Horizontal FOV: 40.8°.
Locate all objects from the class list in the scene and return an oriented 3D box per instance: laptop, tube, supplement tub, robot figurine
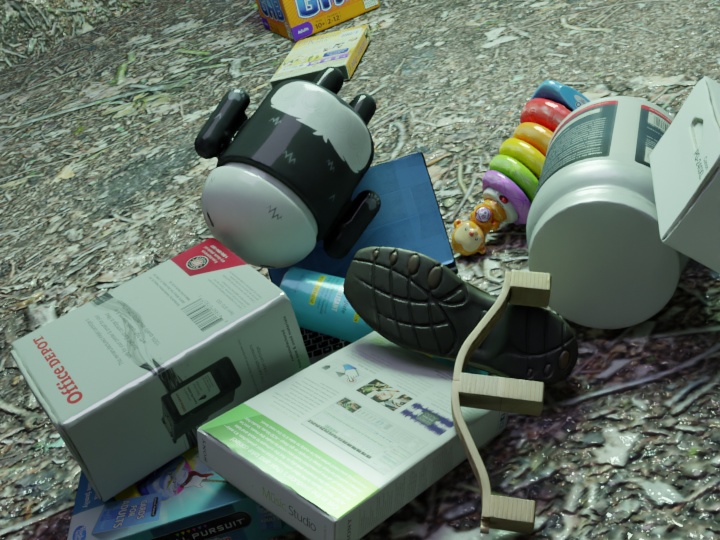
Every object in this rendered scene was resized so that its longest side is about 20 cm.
[{"bbox_3d":[0.000,0.000,0.921,0.185,0.117,0.201,-17,28,2],"label":"laptop"},{"bbox_3d":[0.024,0.045,0.859,0.197,0.051,0.078,14,61,15],"label":"tube"},{"bbox_3d":[0.224,-0.056,0.862,0.139,0.142,0.201,-5,30,23],"label":"supplement tub"},{"bbox_3d":[-0.065,-0.096,0.917,0.149,0.125,0.201,21,64,26],"label":"robot figurine"}]

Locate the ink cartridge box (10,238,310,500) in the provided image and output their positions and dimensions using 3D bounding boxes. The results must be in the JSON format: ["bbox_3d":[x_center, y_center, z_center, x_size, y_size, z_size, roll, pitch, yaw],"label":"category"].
[{"bbox_3d":[-0.165,0.073,0.797,0.199,0.084,0.145,-30,36,-21],"label":"ink cartridge box"}]

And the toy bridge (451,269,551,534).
[{"bbox_3d":[0.099,0.090,0.699,0.066,0.027,0.202,6,59,8],"label":"toy bridge"}]

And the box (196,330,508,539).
[{"bbox_3d":[-0.002,0.119,0.727,0.143,0.037,0.199,24,33,37],"label":"box"}]

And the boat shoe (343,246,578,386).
[{"bbox_3d":[0.080,0.044,0.796,0.198,0.074,0.076,25,85,13],"label":"boat shoe"}]

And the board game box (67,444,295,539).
[{"bbox_3d":[-0.128,0.163,0.781,0.197,0.047,0.151,-18,28,1],"label":"board game box"}]

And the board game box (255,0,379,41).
[{"bbox_3d":[-0.109,-0.612,1.975,0.198,0.202,0.200,-26,29,-14],"label":"board game box"}]

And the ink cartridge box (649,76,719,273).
[{"bbox_3d":[0.324,-0.043,0.729,0.198,0.084,0.146,27,34,-5],"label":"ink cartridge box"}]

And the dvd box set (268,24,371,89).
[{"bbox_3d":[-0.068,-0.373,1.708,0.144,0.030,0.201,-9,30,18],"label":"dvd box set"}]

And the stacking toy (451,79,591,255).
[{"bbox_3d":[0.167,-0.091,1.013,0.200,0.116,0.110,-44,-4,-10],"label":"stacking toy"}]
